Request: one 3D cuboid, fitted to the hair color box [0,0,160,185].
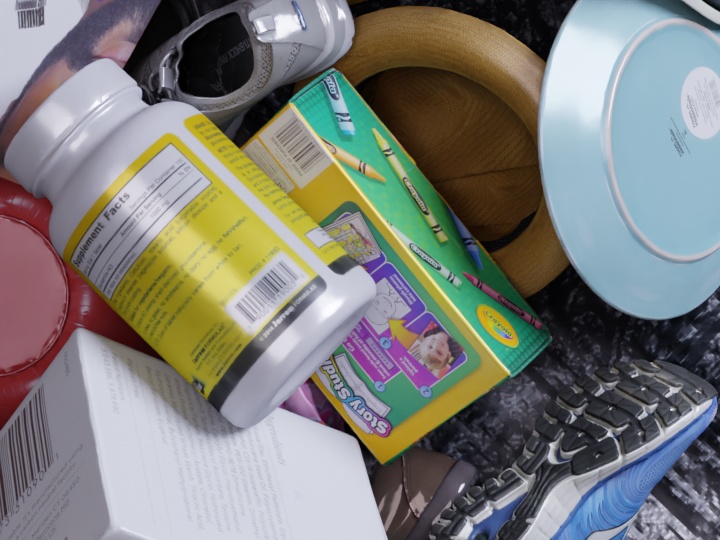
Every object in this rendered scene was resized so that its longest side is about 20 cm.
[{"bbox_3d":[-0.179,-0.153,1.370,0.064,0.111,0.200,36,99,38],"label":"hair color box"}]

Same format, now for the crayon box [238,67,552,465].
[{"bbox_3d":[0.000,0.000,1.391,0.200,0.058,0.119,51,130,-1],"label":"crayon box"}]

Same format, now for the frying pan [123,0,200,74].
[{"bbox_3d":[-0.183,-0.128,1.491,0.190,0.031,0.115,-19,86,16],"label":"frying pan"}]

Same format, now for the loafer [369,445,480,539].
[{"bbox_3d":[-0.009,0.185,1.448,0.071,0.073,0.200,35,86,12],"label":"loafer"}]

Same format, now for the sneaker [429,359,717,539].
[{"bbox_3d":[0.131,0.133,1.422,0.200,0.089,0.079,-39,41,-7],"label":"sneaker"}]

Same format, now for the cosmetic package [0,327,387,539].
[{"bbox_3d":[-0.106,0.169,1.338,0.200,0.165,0.165,23,119,-29],"label":"cosmetic package"}]

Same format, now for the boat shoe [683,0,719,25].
[{"bbox_3d":[0.191,-0.191,1.343,0.066,0.199,0.075,-39,58,25],"label":"boat shoe"}]

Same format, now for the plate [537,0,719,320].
[{"bbox_3d":[0.173,-0.073,1.358,0.026,0.200,0.201,-1,90,46],"label":"plate"}]

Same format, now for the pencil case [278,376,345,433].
[{"bbox_3d":[-0.109,0.111,1.454,0.200,0.087,0.088,-31,85,9],"label":"pencil case"}]

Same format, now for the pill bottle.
[{"bbox_3d":[-0.097,-0.019,1.332,0.200,0.112,0.112,44,97,6],"label":"pill bottle"}]

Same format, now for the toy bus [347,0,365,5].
[{"bbox_3d":[-0.038,-0.260,1.386,0.135,0.192,0.200,-15,86,11],"label":"toy bus"}]

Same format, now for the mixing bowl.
[{"bbox_3d":[-0.206,0.014,1.457,0.200,0.108,0.201,0,89,10],"label":"mixing bowl"}]

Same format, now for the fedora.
[{"bbox_3d":[0.058,-0.075,1.408,0.200,0.082,0.201,15,122,25],"label":"fedora"}]

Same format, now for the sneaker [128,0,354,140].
[{"bbox_3d":[-0.098,-0.113,1.394,0.200,0.082,0.075,-34,77,39],"label":"sneaker"}]
